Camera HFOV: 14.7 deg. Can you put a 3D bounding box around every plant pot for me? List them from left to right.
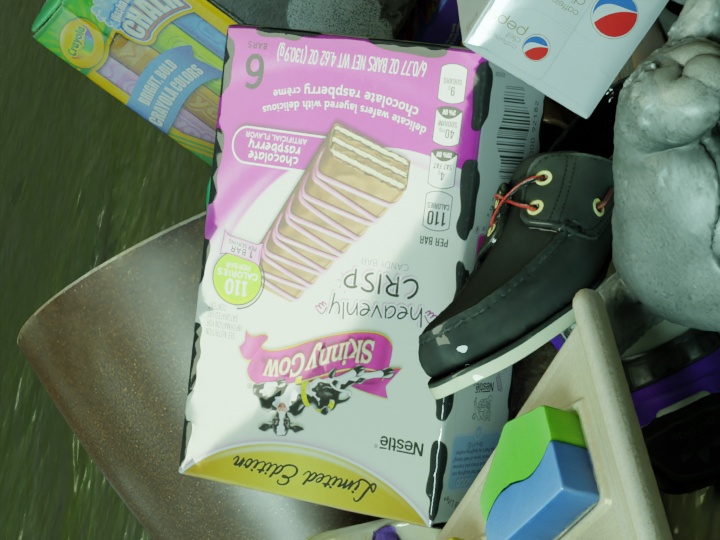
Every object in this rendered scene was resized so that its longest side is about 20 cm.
[{"bbox_3d":[-0.044,0.086,1.380,0.187,0.186,0.201,-38,74,51],"label":"plant pot"}]

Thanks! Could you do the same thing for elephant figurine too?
[{"bbox_3d":[0.193,-0.017,1.004,0.142,0.199,0.156,-45,-31,-28],"label":"elephant figurine"}]

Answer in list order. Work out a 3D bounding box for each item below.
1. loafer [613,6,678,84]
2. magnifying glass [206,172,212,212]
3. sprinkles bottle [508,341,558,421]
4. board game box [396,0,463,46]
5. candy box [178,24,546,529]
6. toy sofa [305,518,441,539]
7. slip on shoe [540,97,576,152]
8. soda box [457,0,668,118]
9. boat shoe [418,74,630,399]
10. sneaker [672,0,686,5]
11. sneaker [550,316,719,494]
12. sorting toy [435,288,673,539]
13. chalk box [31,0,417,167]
[{"bbox_3d":[0.111,-0.113,1.306,0.200,0.062,0.072,-112,16,-53],"label":"loafer"},{"bbox_3d":[-0.006,0.019,1.281,0.201,0.079,0.022,60,156,25],"label":"magnifying glass"},{"bbox_3d":[0.085,0.097,1.238,0.068,0.068,0.201,-55,30,34],"label":"sprinkles bottle"},{"bbox_3d":[0.040,-0.185,1.552,0.135,0.045,0.201,-55,29,33],"label":"board game box"},{"bbox_3d":[0.000,0.000,1.207,0.136,0.061,0.202,8,95,32],"label":"candy box"},{"bbox_3d":[0.024,0.186,1.186,0.097,0.083,0.200,-14,26,13],"label":"toy sofa"},{"bbox_3d":[0.079,-0.048,1.301,0.060,0.076,0.200,-26,14,28],"label":"slip on shoe"},{"bbox_3d":[0.082,-0.136,1.201,0.068,0.063,0.200,-57,11,18],"label":"soda box"},{"bbox_3d":[0.076,-0.015,1.137,0.073,0.063,0.201,-22,15,44],"label":"boat shoe"},{"bbox_3d":[0.192,-0.181,1.194,0.201,0.072,0.115,-60,30,27],"label":"sneaker"},{"bbox_3d":[0.123,0.046,1.186,0.069,0.100,0.200,-25,8,4],"label":"sneaker"},{"bbox_3d":[0.058,0.135,1.020,0.186,0.036,0.201,-101,29,-48],"label":"sorting toy"},{"bbox_3d":[-0.084,-0.159,1.469,0.124,0.200,0.125,-37,21,54],"label":"chalk box"}]
